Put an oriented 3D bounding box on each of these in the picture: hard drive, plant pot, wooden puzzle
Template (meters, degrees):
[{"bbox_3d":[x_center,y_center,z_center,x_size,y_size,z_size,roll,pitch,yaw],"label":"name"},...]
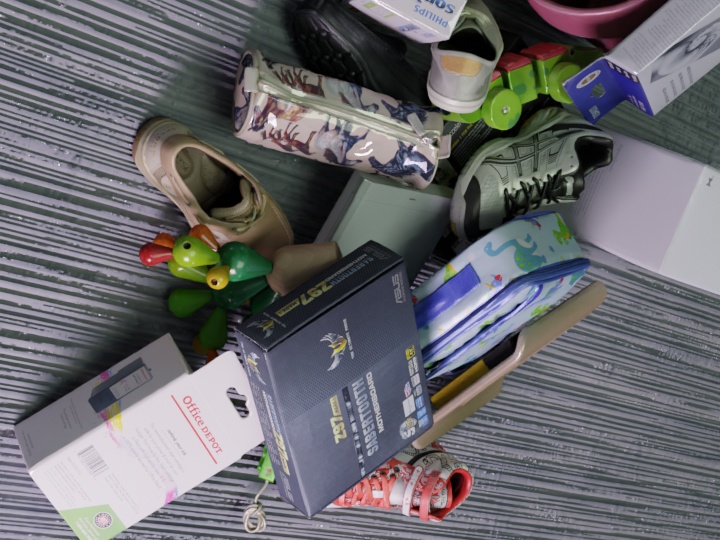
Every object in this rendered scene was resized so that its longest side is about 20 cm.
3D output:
[{"bbox_3d":[0.000,0.000,1.415,0.131,0.026,0.201,8,121,-43],"label":"hard drive"},{"bbox_3d":[0.258,-0.298,1.447,0.201,0.199,0.179,-58,149,-4],"label":"plant pot"},{"bbox_3d":[0.149,0.092,1.535,0.185,0.037,0.200,-28,165,-50],"label":"wooden puzzle"}]

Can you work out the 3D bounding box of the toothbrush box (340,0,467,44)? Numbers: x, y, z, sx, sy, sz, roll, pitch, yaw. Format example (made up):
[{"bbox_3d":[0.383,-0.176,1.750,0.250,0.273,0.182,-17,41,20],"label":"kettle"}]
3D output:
[{"bbox_3d":[0.070,-0.305,1.285,0.085,0.146,0.201,24,93,-11],"label":"toothbrush box"}]

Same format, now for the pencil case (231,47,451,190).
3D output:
[{"bbox_3d":[-0.021,-0.131,1.297,0.198,0.089,0.079,15,69,-20],"label":"pencil case"}]

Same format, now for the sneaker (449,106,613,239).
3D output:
[{"bbox_3d":[0.168,-0.091,1.423,0.200,0.087,0.076,-41,140,-31],"label":"sneaker"}]

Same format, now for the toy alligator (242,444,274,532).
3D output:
[{"bbox_3d":[-0.076,0.160,1.450,0.054,0.059,0.202,-60,169,-69],"label":"toy alligator"}]

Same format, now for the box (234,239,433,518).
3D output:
[{"bbox_3d":[-0.018,0.096,1.302,0.157,0.051,0.201,-32,130,-26],"label":"box"}]

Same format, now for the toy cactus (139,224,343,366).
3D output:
[{"bbox_3d":[-0.095,0.016,1.304,0.164,0.103,0.200,-16,142,10],"label":"toy cactus"}]

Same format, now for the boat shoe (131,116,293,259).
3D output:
[{"bbox_3d":[-0.118,-0.057,1.302,0.200,0.064,0.072,39,82,-44],"label":"boat shoe"}]

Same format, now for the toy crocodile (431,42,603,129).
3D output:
[{"bbox_3d":[0.149,-0.181,1.408,0.199,0.067,0.062,-24,117,-27],"label":"toy crocodile"}]

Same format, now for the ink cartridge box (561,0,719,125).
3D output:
[{"bbox_3d":[0.291,-0.204,1.396,0.200,0.041,0.199,-39,166,10],"label":"ink cartridge box"}]

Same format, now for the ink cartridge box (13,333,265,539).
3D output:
[{"bbox_3d":[-0.184,0.138,1.294,0.199,0.067,0.118,-31,129,-5],"label":"ink cartridge box"}]

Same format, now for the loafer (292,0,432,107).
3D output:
[{"bbox_3d":[0.009,-0.189,1.359,0.200,0.068,0.071,42,61,-41],"label":"loafer"}]

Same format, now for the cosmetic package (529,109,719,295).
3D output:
[{"bbox_3d":[0.325,-0.064,1.589,0.198,0.199,0.124,16,98,-43],"label":"cosmetic package"}]

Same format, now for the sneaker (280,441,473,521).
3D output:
[{"bbox_3d":[0.023,0.216,1.516,0.200,0.108,0.068,-6,113,-39],"label":"sneaker"}]

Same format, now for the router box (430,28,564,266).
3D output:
[{"bbox_3d":[0.116,-0.119,1.486,0.200,0.051,0.149,-50,131,-12],"label":"router box"}]

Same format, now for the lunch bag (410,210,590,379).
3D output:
[{"bbox_3d":[0.109,0.029,1.413,0.200,0.083,0.160,-39,165,31],"label":"lunch bag"}]

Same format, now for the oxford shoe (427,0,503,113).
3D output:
[{"bbox_3d":[0.095,-0.212,1.345,0.074,0.201,0.058,10,125,1],"label":"oxford shoe"}]
